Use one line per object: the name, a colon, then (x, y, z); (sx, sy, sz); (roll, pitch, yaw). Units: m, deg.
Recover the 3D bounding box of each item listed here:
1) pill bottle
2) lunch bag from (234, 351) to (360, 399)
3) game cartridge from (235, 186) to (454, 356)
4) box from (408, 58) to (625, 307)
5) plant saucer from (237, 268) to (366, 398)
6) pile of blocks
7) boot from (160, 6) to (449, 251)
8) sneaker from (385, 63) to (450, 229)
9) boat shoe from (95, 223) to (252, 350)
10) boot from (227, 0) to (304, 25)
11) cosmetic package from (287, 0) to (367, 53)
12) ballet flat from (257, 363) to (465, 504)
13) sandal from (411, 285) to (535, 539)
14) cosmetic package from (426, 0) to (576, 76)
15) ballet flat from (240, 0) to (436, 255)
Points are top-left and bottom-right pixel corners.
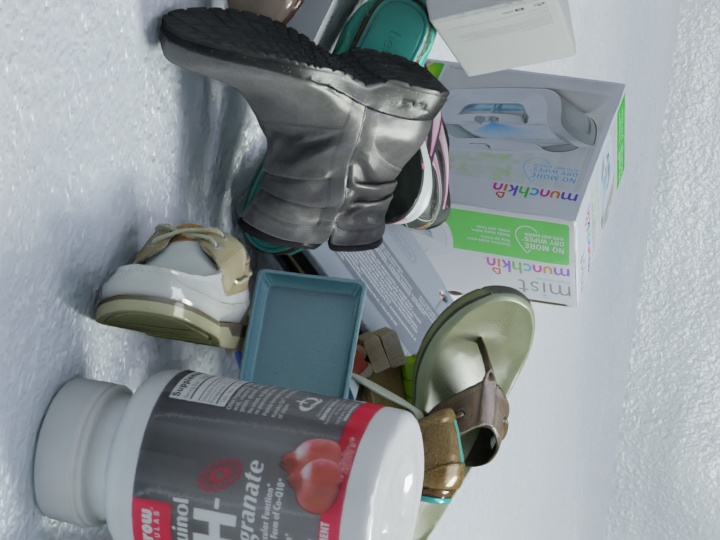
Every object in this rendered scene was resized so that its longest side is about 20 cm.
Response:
pill bottle: (-0.073, 0.115, 1.120); (0.111, 0.199, 0.111); (9, 90, -74)
lunch bag: (-0.004, 0.071, 1.459); (0.161, 0.075, 0.200); (62, 28, -2)
game cartridge: (0.000, 0.000, 1.422); (0.200, 0.040, 0.133); (54, 34, -10)
box: (0.096, -0.072, 1.608); (0.177, 0.199, 0.097); (-63, 156, -44)
plant saucer: (-0.045, 0.098, 1.228); (0.019, 0.070, 0.201); (78, 20, -68)
pile of blocks: (-0.002, 0.070, 1.331); (0.062, 0.199, 0.082); (-165, -93, -83)
boot: (-0.048, -0.077, 1.233); (0.132, 0.199, 0.070); (-64, -149, 21)
sneaker: (0.023, -0.117, 1.465); (0.086, 0.080, 0.201); (30, 53, -58)
boat shoe: (-0.106, 0.006, 1.189); (0.200, 0.074, 0.069); (46, 53, -84)
boot: (-0.066, -0.253, 1.196); (0.146, 0.070, 0.201); (32, 66, -67)
cosmetic package: (-0.001, -0.216, 1.340); (0.201, 0.052, 0.151); (-63, 171, 15)
ballet flat: (-0.029, 0.096, 1.266); (0.068, 0.199, 0.073); (15, 83, -70)
sandal: (0.065, 0.103, 1.296); (0.080, 0.057, 0.202); (10, 109, -36)
cosmetic package: (0.088, -0.199, 1.320); (0.200, 0.084, 0.108); (33, 46, -79)
ballet flat: (-0.010, -0.097, 1.329); (0.200, 0.067, 0.070); (-58, -177, 13)
